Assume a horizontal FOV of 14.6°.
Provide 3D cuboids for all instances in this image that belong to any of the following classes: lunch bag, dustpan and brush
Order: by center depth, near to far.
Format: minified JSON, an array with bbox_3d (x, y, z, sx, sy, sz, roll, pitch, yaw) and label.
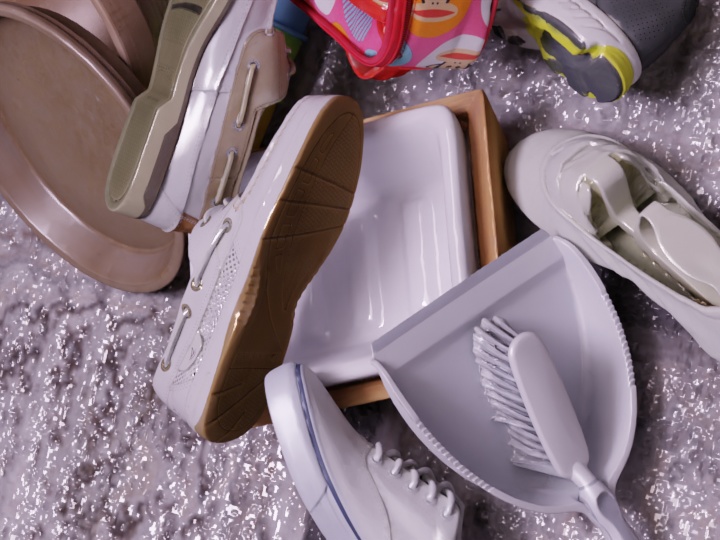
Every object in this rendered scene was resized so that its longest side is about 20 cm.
[{"bbox_3d":[0.106,0.095,1.460,0.057,0.139,0.201,-2,117,59],"label":"dustpan and brush"},{"bbox_3d":[0.011,-0.192,1.524,0.200,0.081,0.177,-135,47,-58],"label":"lunch bag"}]

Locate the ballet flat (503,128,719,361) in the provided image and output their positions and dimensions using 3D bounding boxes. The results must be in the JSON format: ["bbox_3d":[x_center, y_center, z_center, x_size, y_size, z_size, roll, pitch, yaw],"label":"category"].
[{"bbox_3d":[0.149,-0.027,1.472,0.200,0.069,0.070,42,105,32],"label":"ballet flat"}]

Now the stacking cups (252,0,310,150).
[{"bbox_3d":[-0.051,-0.165,1.649,0.060,0.060,0.201,21,90,35],"label":"stacking cups"}]

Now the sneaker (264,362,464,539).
[{"bbox_3d":[0.019,0.130,1.508,0.071,0.073,0.201,-28,99,10],"label":"sneaker"}]

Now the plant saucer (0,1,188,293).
[{"bbox_3d":[-0.168,-0.076,1.658,0.199,0.201,0.029,27,53,35],"label":"plant saucer"}]

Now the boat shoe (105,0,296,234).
[{"bbox_3d":[-0.074,-0.116,1.546,0.201,0.068,0.075,-66,23,11],"label":"boat shoe"}]

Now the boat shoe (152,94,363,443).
[{"bbox_3d":[-0.063,-0.010,1.516,0.069,0.071,0.201,29,99,33],"label":"boat shoe"}]

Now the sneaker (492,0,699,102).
[{"bbox_3d":[0.112,-0.164,1.537,0.084,0.075,0.200,-33,48,-11],"label":"sneaker"}]

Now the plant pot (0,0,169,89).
[{"bbox_3d":[-0.174,-0.168,1.683,0.200,0.202,0.093,25,53,35],"label":"plant pot"}]

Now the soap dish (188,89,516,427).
[{"bbox_3d":[0.000,0.000,1.563,0.199,0.081,0.158,-13,74,31],"label":"soap dish"}]
